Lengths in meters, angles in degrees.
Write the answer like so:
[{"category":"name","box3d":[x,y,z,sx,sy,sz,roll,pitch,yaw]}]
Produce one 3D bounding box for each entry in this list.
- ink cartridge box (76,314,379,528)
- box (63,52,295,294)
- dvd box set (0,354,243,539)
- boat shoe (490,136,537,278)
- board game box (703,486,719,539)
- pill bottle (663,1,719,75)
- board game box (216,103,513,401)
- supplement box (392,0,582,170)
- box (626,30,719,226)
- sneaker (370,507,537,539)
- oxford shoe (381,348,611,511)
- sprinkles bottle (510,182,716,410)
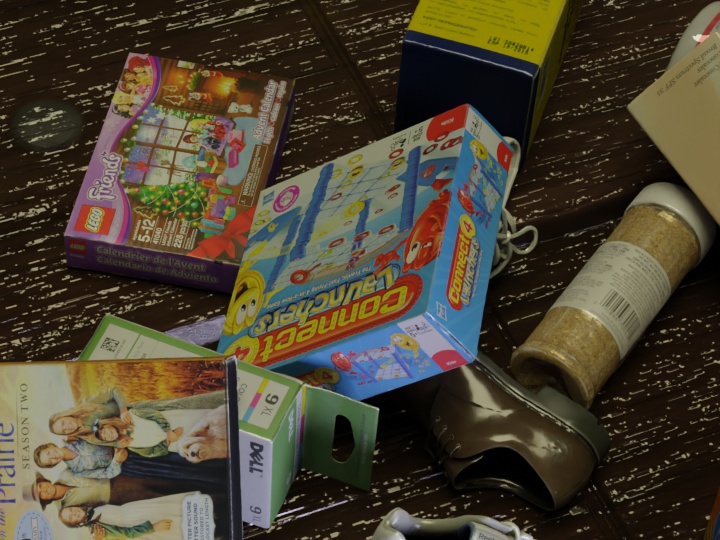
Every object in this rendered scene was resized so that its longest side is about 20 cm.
[{"category":"ink cartridge box","box3d":[-0.093,0.111,1.465,0.199,0.104,0.059,18,51,10]},{"category":"box","box3d":[-0.135,-0.077,1.663,0.136,0.039,0.200,9,50,4]},{"category":"dvd box set","box3d":[-0.176,0.130,1.409,0.199,0.029,0.147,-1,90,11]},{"category":"boat shoe","box3d":[0.087,-0.029,1.614,0.086,0.075,0.202,0,41,19]},{"category":"board game box","box3d":[0.324,0.210,1.348,0.199,0.200,0.200,8,49,3]},{"category":"pill bottle","box3d":[0.339,-0.121,1.691,0.200,0.109,0.109,29,54,20]},{"category":"board game box","box3d":[0.000,0.000,1.523,0.200,0.056,0.196,-22,39,33]},{"category":"supplement box","box3d":[0.109,-0.196,1.737,0.108,0.110,0.200,16,51,9]},{"category":"box","box3d":[0.298,-0.071,1.608,0.095,0.078,0.200,-42,76,16]},{"category":"sneaker","box3d":[0.097,0.203,1.413,0.199,0.087,0.075,6,48,-1]},{"category":"oxford shoe","box3d":[0.067,0.102,1.507,0.200,0.073,0.084,26,57,18]},{"category":"sprinkles bottle","box3d":[0.186,0.019,1.587,0.068,0.068,0.200,28,53,19]}]
